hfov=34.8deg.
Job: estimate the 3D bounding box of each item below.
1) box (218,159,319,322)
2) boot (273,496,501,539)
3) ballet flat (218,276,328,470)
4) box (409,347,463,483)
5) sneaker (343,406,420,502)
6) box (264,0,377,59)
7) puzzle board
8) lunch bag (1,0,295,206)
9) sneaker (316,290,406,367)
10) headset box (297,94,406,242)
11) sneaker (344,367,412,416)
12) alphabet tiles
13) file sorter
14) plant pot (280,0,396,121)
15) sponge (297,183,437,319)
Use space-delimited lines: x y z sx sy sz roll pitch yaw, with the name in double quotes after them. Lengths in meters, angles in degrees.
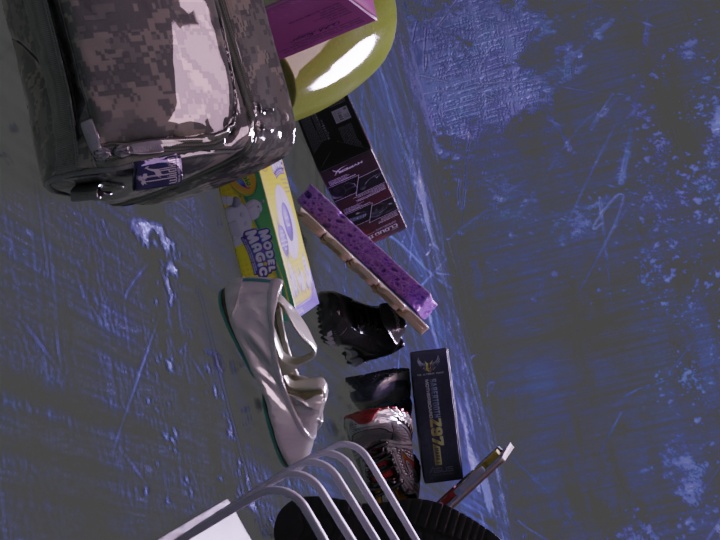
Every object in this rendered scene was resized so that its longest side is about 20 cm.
-0.094 -0.052 1.110 0.117 0.048 0.200 -38 112 -80 "box"
0.039 0.250 0.997 0.138 0.200 0.078 65 41 -59 "boot"
-0.064 0.093 1.013 0.069 0.069 0.200 -84 158 -64 "ballet flat"
0.094 0.185 1.445 0.200 0.051 0.158 76 7 -80 "box"
0.034 0.228 1.339 0.200 0.078 0.082 65 15 -45 "sneaker"
-0.100 -0.284 0.975 0.097 0.176 0.200 16 59 -63 "box"
0.097 0.274 1.339 0.017 0.200 0.151 47 6 10 "puzzle board"
-0.145 -0.139 0.713 0.168 0.139 0.200 -8 83 -64 "lunch bag"
0.005 0.062 1.367 0.200 0.090 0.067 54 26 -66 "sneaker"
-0.013 -0.137 1.522 0.200 0.077 0.149 63 4 -55 "headset box"
0.035 0.171 1.434 0.200 0.077 0.086 38 42 -74 "sneaker"
0.000 0.000 1.329 0.200 0.015 0.196 44 0 -4 "alphabet tiles"
-0.041 0.198 0.726 0.139 0.124 0.200 59 9 6 "file sorter"
-0.078 -0.223 1.139 0.200 0.187 0.187 -63 140 -54 "plant pot"
0.011 -0.021 1.392 0.200 0.030 0.112 43 0 13 "sponge"
